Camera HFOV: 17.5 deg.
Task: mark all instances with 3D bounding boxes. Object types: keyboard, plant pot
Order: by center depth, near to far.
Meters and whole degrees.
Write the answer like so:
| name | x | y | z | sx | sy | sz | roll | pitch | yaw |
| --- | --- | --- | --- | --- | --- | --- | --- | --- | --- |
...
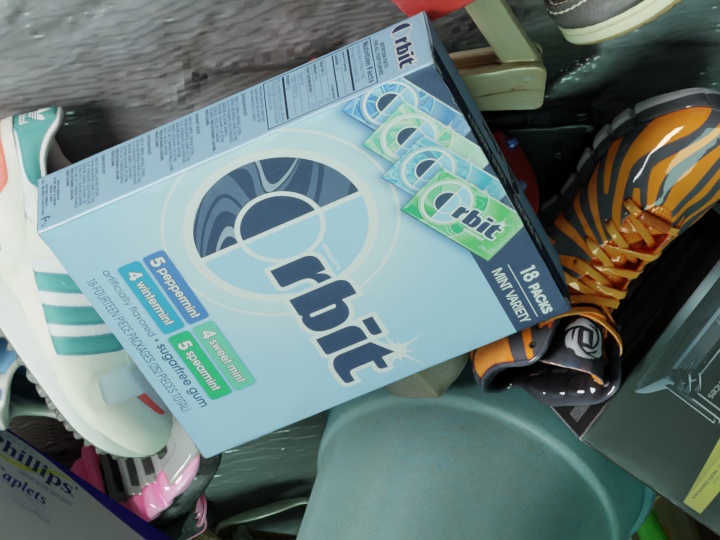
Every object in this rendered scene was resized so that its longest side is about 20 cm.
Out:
| name | x | y | z | sx | sy | sz | roll | pitch | yaw |
| --- | --- | --- | --- | --- | --- | --- | --- | --- | --- |
| keyboard | 0.108 | -0.018 | 1.267 | 0.104 | 0.040 | 0.200 | -3 | 137 | 4 |
| plant pot | 0.043 | 0.166 | 1.292 | 0.199 | 0.196 | 0.201 | 14 | 137 | 14 |

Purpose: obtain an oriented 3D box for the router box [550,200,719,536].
| name | x | y | z | sx | sy | sz | roll | pitch | yaw |
| --- | --- | --- | --- | --- | --- | --- | --- | --- | --- |
| router box | 0.223 | 0.042 | 1.255 | 0.157 | 0.052 | 0.200 | 35 | 97 | -25 |

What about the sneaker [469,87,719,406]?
| name | x | y | z | sx | sy | sz | roll | pitch | yaw |
| --- | --- | --- | --- | --- | --- | --- | --- | --- | --- |
| sneaker | 0.128 | 0.001 | 1.176 | 0.077 | 0.112 | 0.200 | 27 | 130 | -24 |

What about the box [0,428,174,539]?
| name | x | y | z | sx | sy | sz | roll | pitch | yaw |
| --- | --- | --- | --- | --- | --- | --- | --- | --- | --- |
| box | -0.214 | 0.201 | 1.273 | 0.184 | 0.105 | 0.200 | 36 | 118 | -21 |

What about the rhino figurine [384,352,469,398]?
| name | x | y | z | sx | sy | sz | roll | pitch | yaw |
| --- | --- | --- | --- | --- | --- | --- | --- | --- | --- |
| rhino figurine | 0.000 | 0.000 | 1.207 | 0.060 | 0.088 | 0.200 | -24 | 143 | 15 |

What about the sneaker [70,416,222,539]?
| name | x | y | z | sx | sy | sz | roll | pitch | yaw |
| --- | --- | --- | --- | --- | --- | --- | --- | --- | --- |
| sneaker | -0.119 | 0.129 | 1.362 | 0.095 | 0.079 | 0.200 | 4 | 153 | -31 |

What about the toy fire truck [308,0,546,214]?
| name | x | y | z | sx | sy | sz | roll | pitch | yaw |
| --- | --- | --- | --- | --- | --- | --- | --- | --- | --- |
| toy fire truck | 0.038 | -0.085 | 1.125 | 0.141 | 0.049 | 0.200 | -32 | 134 | 27 |

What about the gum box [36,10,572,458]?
| name | x | y | z | sx | sy | sz | roll | pitch | yaw |
| --- | --- | --- | --- | --- | --- | --- | --- | --- | --- |
| gum box | -0.024 | -0.012 | 1.104 | 0.199 | 0.045 | 0.170 | -22 | 130 | 13 |

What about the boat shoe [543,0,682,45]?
| name | x | y | z | sx | sy | sz | roll | pitch | yaw |
| --- | --- | --- | --- | --- | --- | --- | --- | --- | --- |
| boat shoe | 0.149 | -0.173 | 1.043 | 0.065 | 0.073 | 0.200 | 38 | 130 | -21 |

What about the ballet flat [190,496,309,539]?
| name | x | y | z | sx | sy | sz | roll | pitch | yaw |
| --- | --- | --- | --- | --- | --- | --- | --- | --- | --- |
| ballet flat | -0.015 | 0.172 | 1.442 | 0.199 | 0.071 | 0.066 | -2 | 99 | -2 |

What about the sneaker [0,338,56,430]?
| name | x | y | z | sx | sy | sz | roll | pitch | yaw |
| --- | --- | --- | --- | --- | --- | --- | --- | --- | --- |
| sneaker | -0.111 | 0.054 | 1.263 | 0.199 | 0.073 | 0.072 | -4 | 142 | -13 |

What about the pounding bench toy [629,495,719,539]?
| name | x | y | z | sx | sy | sz | roll | pitch | yaw |
| --- | --- | --- | --- | --- | --- | --- | --- | --- | --- |
| pounding bench toy | 0.229 | 0.197 | 1.481 | 0.199 | 0.156 | 0.124 | 18 | 135 | -34 |

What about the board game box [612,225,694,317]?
| name | x | y | z | sx | sy | sz | roll | pitch | yaw |
| --- | --- | --- | --- | --- | --- | --- | --- | --- | --- |
| board game box | 0.210 | 0.026 | 1.349 | 0.134 | 0.034 | 0.200 | -1 | 142 | -16 |

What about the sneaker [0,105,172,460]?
| name | x | y | z | sx | sy | sz | roll | pitch | yaw |
| --- | --- | --- | --- | --- | --- | --- | --- | --- | --- |
| sneaker | -0.131 | 0.006 | 1.156 | 0.093 | 0.070 | 0.200 | -29 | 116 | 10 |
